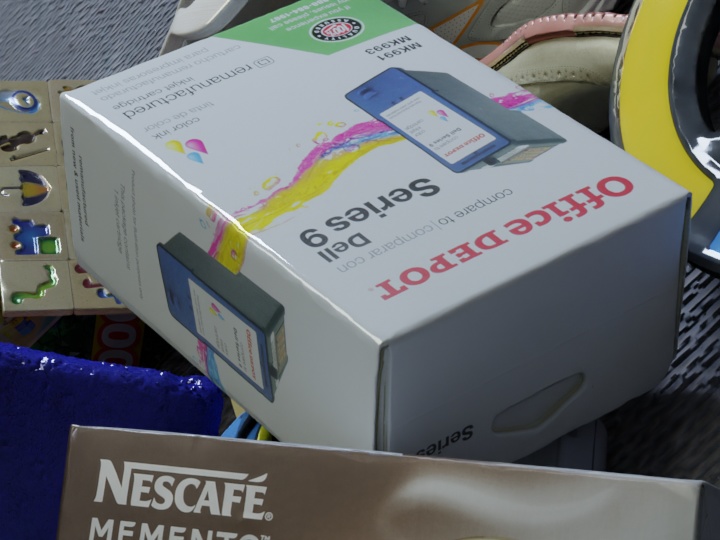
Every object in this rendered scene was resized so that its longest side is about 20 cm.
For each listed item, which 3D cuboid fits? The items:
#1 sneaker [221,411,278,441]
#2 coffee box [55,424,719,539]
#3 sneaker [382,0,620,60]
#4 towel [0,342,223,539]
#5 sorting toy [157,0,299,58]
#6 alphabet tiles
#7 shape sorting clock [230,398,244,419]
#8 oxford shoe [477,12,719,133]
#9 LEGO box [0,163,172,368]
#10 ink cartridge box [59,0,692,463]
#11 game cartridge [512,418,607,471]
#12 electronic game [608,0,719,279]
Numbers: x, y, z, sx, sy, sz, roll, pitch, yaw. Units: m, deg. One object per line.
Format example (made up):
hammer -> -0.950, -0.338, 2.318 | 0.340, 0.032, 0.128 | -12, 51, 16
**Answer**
sneaker -> -0.034, 0.075, 0.875 | 0.200, 0.078, 0.066 | -36, 66, 47
coffee box -> 0.009, 0.114, 0.649 | 0.199, 0.080, 0.115 | 4, 81, 21
sneaker -> 0.041, -0.123, 1.009 | 0.200, 0.092, 0.076 | -37, 32, 30
towel -> -0.142, 0.128, 0.887 | 0.050, 0.147, 0.201 | -93, 14, -83
sorting toy -> -0.042, -0.162, 1.011 | 0.180, 0.107, 0.200 | -62, 5, -22
alphabet tiles -> -0.117, -0.040, 1.064 | 0.006, 0.199, 0.167 | 102, 161, -44
shape sorting clock -> 0.000, 0.000, 0.937 | 0.200, 0.039, 0.201 | -13, 73, 50
oxford shoe -> 0.082, -0.062, 0.919 | 0.200, 0.071, 0.074 | -14, 68, 55
LEGO box -> -0.209, 0.044, 1.145 | 0.200, 0.149, 0.077 | -51, 26, 6
ink cartridge box -> 0.002, -0.014, 0.789 | 0.145, 0.088, 0.200 | -25, 44, -29
game cartridge -> 0.011, 0.143, 0.802 | 0.200, 0.041, 0.133 | -31, 30, 37
electronic game -> 0.174, -0.085, 0.762 | 0.200, 0.042, 0.200 | -24, 51, 33
